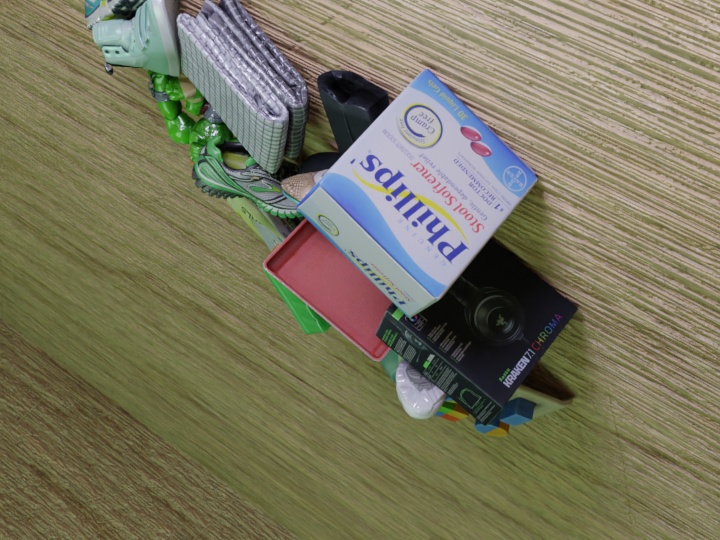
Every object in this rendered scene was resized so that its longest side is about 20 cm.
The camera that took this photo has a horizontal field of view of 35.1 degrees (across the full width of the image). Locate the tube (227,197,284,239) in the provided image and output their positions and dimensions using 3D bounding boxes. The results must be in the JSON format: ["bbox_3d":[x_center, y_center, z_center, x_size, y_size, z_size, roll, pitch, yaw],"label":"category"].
[{"bbox_3d":[-0.147,-0.069,1.828,0.200,0.052,0.058,41,117,16],"label":"tube"}]

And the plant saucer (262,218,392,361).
[{"bbox_3d":[0.000,0.000,1.518,0.199,0.200,0.037,39,149,7],"label":"plant saucer"}]

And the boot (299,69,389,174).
[{"bbox_3d":[-0.026,-0.168,1.435,0.163,0.066,0.201,16,153,24],"label":"boot"}]

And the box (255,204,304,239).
[{"bbox_3d":[-0.093,-0.066,1.715,0.200,0.035,0.110,50,164,0],"label":"box"}]

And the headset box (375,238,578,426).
[{"bbox_3d":[0.140,0.060,1.440,0.200,0.174,0.093,40,157,8],"label":"headset box"}]

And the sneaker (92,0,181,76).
[{"bbox_3d":[-0.293,-0.310,1.475,0.117,0.075,0.201,4,163,-6],"label":"sneaker"}]

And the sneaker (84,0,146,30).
[{"bbox_3d":[-0.315,-0.380,1.520,0.199,0.077,0.081,-10,89,45],"label":"sneaker"}]

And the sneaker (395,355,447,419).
[{"bbox_3d":[0.084,0.154,1.530,0.077,0.200,0.100,2,115,2],"label":"sneaker"}]

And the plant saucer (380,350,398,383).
[{"bbox_3d":[0.120,0.156,1.694,0.198,0.036,0.200,10,158,4],"label":"plant saucer"}]

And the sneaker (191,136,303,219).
[{"bbox_3d":[-0.131,-0.131,1.585,0.198,0.079,0.085,11,146,-16],"label":"sneaker"}]

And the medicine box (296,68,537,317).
[{"bbox_3d":[0.063,-0.086,1.277,0.182,0.200,0.103,43,157,-4],"label":"medicine box"}]

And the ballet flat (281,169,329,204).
[{"bbox_3d":[-0.001,-0.092,1.426,0.198,0.071,0.066,21,124,0],"label":"ballet flat"}]

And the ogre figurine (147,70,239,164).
[{"bbox_3d":[-0.210,-0.212,1.628,0.197,0.099,0.121,7,139,-1],"label":"ogre figurine"}]

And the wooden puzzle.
[{"bbox_3d":[0.179,0.195,1.650,0.198,0.047,0.185,17,157,-15],"label":"wooden puzzle"}]

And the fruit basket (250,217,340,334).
[{"bbox_3d":[-0.084,0.006,1.675,0.186,0.093,0.200,58,174,-21],"label":"fruit basket"}]

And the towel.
[{"bbox_3d":[-0.146,-0.243,1.468,0.200,0.085,0.166,50,165,8],"label":"towel"}]
